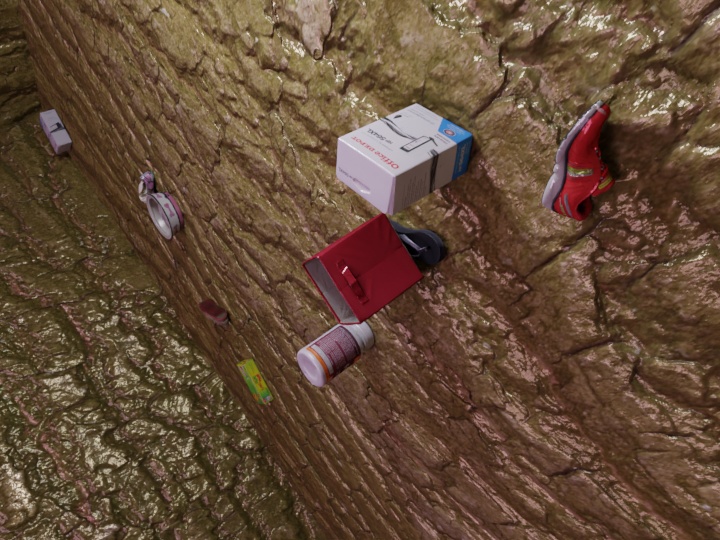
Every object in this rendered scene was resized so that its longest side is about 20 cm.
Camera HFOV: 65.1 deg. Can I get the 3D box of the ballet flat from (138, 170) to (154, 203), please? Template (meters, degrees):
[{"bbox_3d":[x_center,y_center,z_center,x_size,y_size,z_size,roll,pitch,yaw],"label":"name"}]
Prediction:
[{"bbox_3d":[-0.914,-0.336,2.416,0.069,0.071,0.201,43,146,23],"label":"ballet flat"}]

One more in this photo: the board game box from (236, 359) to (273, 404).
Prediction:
[{"bbox_3d":[-0.469,0.495,2.509,0.101,0.047,0.201,-16,102,59],"label":"board game box"}]

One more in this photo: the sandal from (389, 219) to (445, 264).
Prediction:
[{"bbox_3d":[0.103,-0.057,1.228,0.199,0.043,0.077,22,133,45],"label":"sandal"}]

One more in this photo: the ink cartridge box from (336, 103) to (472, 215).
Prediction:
[{"bbox_3d":[0.076,-0.201,0.993,0.146,0.199,0.085,39,144,29],"label":"ink cartridge box"}]

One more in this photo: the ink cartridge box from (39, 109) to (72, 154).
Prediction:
[{"bbox_3d":[-1.712,-0.778,3.166,0.144,0.084,0.201,-14,103,58],"label":"ink cartridge box"}]

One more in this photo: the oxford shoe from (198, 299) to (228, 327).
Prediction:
[{"bbox_3d":[-0.651,0.194,2.496,0.199,0.070,0.075,30,144,41],"label":"oxford shoe"}]

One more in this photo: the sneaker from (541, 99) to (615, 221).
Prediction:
[{"bbox_3d":[0.329,-0.152,0.809,0.085,0.077,0.201,35,152,25],"label":"sneaker"}]

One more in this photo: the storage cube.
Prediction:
[{"bbox_3d":[0.000,0.000,1.252,0.172,0.179,0.200,57,164,-4],"label":"storage cube"}]

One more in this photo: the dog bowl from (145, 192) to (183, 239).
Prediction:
[{"bbox_3d":[-0.811,-0.236,2.352,0.200,0.074,0.201,35,141,33],"label":"dog bowl"}]

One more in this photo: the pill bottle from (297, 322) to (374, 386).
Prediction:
[{"bbox_3d":[-0.065,0.219,1.550,0.114,0.199,0.115,36,143,33],"label":"pill bottle"}]
